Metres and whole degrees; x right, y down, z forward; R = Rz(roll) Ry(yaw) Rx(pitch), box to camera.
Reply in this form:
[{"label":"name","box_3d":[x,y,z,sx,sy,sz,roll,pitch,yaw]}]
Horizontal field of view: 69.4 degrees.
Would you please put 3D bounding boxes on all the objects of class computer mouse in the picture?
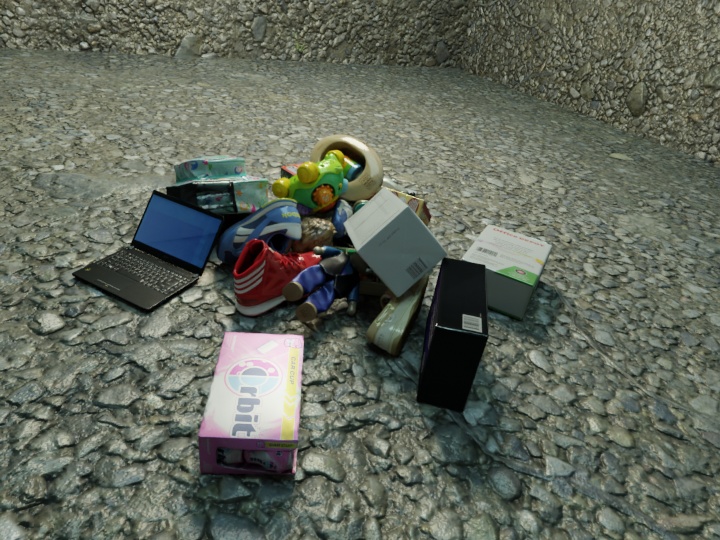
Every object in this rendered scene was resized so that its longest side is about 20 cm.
[{"label":"computer mouse","box_3d":[-0.089,-0.087,1.141,0.199,0.034,0.059,22,32,19]}]

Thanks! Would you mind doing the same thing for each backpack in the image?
[{"label":"backpack","box_3d":[-0.294,-0.163,1.092,0.199,0.152,0.177,-3,7,-32]}]

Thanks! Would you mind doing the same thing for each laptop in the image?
[{"label":"laptop","box_3d":[-0.372,-0.043,0.923,0.176,0.104,0.200,20,32,19]}]

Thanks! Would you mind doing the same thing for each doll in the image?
[{"label":"doll","box_3d":[-0.046,0.020,0.906,0.137,0.048,0.200,57,39,-3]}]

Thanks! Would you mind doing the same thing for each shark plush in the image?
[{"label":"shark plush","box_3d":[0.082,-0.220,1.380,0.198,0.092,0.083,9,0,8]}]

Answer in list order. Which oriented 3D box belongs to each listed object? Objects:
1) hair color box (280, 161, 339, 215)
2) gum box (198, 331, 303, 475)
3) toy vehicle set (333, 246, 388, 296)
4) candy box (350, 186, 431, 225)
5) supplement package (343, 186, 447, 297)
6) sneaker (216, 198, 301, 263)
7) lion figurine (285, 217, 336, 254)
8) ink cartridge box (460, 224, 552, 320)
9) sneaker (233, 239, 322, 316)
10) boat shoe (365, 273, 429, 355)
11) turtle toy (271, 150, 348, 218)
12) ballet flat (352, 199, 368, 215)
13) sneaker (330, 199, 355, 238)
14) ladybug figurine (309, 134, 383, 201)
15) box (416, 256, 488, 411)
[{"label":"hair color box","box_3d":[-0.098,-0.203,1.254,0.199,0.112,0.064,-20,41,-39]},{"label":"gum box","box_3d":[-0.134,0.168,0.672,0.112,0.067,0.201,4,32,-6]},{"label":"toy vehicle set","box_3d":[0.000,0.000,1.027,0.198,0.027,0.125,7,31,-4]},{"label":"candy box","box_3d":[0.059,-0.152,1.213,0.199,0.056,0.115,22,-5,19]},{"label":"supplement package","box_3d":[0.054,-0.058,0.922,0.110,0.114,0.200,47,7,-19]},{"label":"sneaker","box_3d":[-0.188,-0.053,0.953,0.074,0.199,0.083,-1,65,-58]},{"label":"lion figurine","box_3d":[-0.146,-0.080,1.026,0.199,0.123,0.072,34,-5,28]},{"label":"ink cartridge box","box_3d":[0.291,-0.004,1.056,0.144,0.085,0.200,22,33,20]},{"label":"sneaker","box_3d":[-0.128,-0.010,0.893,0.078,0.116,0.199,32,50,31]},{"label":"boat shoe","box_3d":[0.066,0.060,0.896,0.069,0.074,0.200,18,36,13]},{"label":"turtle toy","box_3d":[-0.106,-0.162,1.075,0.199,0.102,0.146,-23,11,36]},{"label":"ballet flat","box_3d":[0.067,-0.083,1.100,0.199,0.071,0.071,35,30,-9]},{"label":"sneaker","box_3d":[-0.015,-0.108,1.129,0.088,0.076,0.200,24,19,1]},{"label":"ladybug figurine","box_3d":[-0.025,-0.220,1.152,0.136,0.072,0.200,-46,65,-3]},{"label":"box","box_3d":[0.143,0.091,0.805,0.078,0.142,0.200,10,30,6]}]
